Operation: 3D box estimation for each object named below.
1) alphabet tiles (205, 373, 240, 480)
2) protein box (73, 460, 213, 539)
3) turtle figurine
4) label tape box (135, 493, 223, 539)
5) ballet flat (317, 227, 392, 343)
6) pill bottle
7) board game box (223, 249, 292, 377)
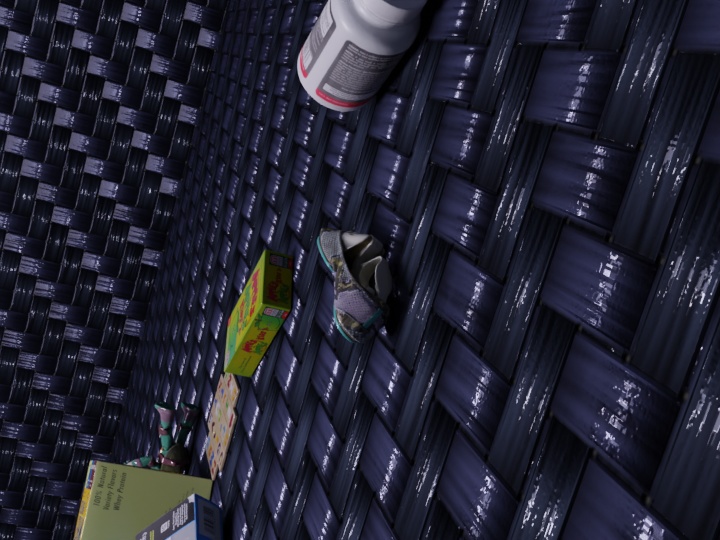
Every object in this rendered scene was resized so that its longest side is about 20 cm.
[{"bbox_3d":[-0.242,0.260,1.646,0.200,0.006,0.168,-136,62,-69],"label":"alphabet tiles"},{"bbox_3d":[-0.378,0.439,1.614,0.135,0.199,0.200,152,129,-66],"label":"protein box"},{"bbox_3d":[-0.382,0.363,1.863,0.150,0.100,0.202,7,-80,-67],"label":"turtle figurine"},{"bbox_3d":[-0.296,0.453,1.426,0.199,0.066,0.144,-36,38,17],"label":"label tape box"},{"bbox_3d":[0.000,0.000,1.030,0.201,0.072,0.072,-105,33,-56],"label":"ballet flat"},{"bbox_3d":[0.005,-0.285,1.125,0.200,0.110,0.112,136,144,-59],"label":"pill bottle"},{"bbox_3d":[-0.160,0.070,1.470,0.200,0.047,0.102,123,154,-47],"label":"board game box"}]
